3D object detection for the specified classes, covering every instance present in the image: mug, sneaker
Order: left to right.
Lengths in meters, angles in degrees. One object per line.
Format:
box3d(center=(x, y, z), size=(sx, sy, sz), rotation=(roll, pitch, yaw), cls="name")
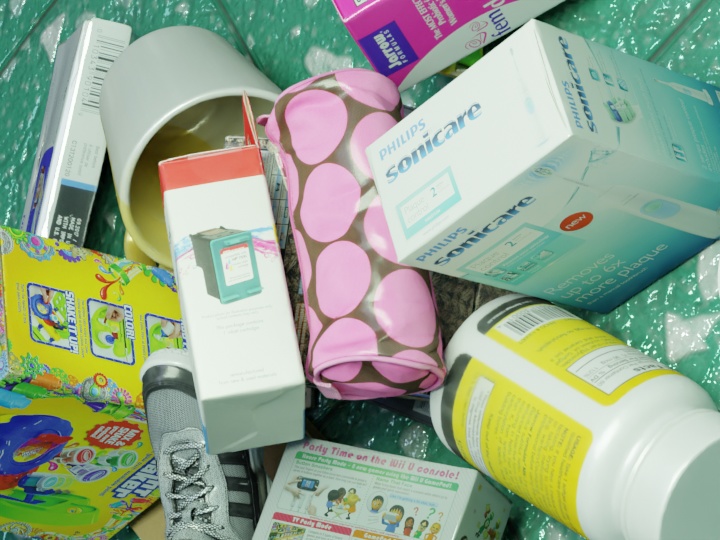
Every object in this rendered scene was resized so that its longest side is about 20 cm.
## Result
box3d(center=(-0.133, -0.088, 1.836), size=(0.186, 0.149, 0.153), rotation=(-42, 38, 8), cls="mug")
box3d(center=(-0.108, 0.157, 1.682), size=(0.075, 0.114, 0.201), rotation=(-8, 115, 25), cls="sneaker")

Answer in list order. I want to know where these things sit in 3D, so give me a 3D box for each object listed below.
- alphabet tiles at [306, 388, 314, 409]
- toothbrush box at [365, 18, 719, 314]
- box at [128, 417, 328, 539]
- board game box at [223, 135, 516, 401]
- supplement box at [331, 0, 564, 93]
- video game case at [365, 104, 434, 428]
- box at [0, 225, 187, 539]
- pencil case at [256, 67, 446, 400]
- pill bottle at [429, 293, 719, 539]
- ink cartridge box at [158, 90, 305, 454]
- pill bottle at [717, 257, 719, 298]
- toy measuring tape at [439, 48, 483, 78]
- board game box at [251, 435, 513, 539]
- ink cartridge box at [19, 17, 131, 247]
box3d(center=(-0.057, 0.021, 1.834), size=(0.200, 0.008, 0.168), rotation=(-14, 70, 43), cls="alphabet tiles")
box3d(center=(0.126, -0.058, 1.533), size=(0.146, 0.200, 0.086), rotation=(-35, 56, 32), cls="toothbrush box")
box3d(center=(-0.092, 0.159, 1.817), size=(0.200, 0.021, 0.164), rotation=(45, 114, 39), cls="box")
box3d(center=(0.000, 0.000, 1.685), size=(0.199, 0.097, 0.160), rotation=(5, 84, 41), cls="board game box")
box3d(center=(0.073, -0.218, 1.643), size=(0.199, 0.101, 0.104), rotation=(-29, 57, 7), cls="supplement box")
box3d(center=(0.044, -0.003, 1.725), size=(0.143, 0.019, 0.201), rotation=(19, 93, 42), cls="video game case")
box3d(center=(-0.220, 0.087, 1.805), size=(0.200, 0.192, 0.122), rotation=(-41, 47, 40), cls="box")
box3d(center=(-0.006, -0.018, 1.573), size=(0.093, 0.091, 0.201), rotation=(-11, 70, 6), cls="pencil case")
box3d(center=(0.145, 0.100, 1.536), size=(0.200, 0.114, 0.115), rotation=(31, 102, 45), cls="pill bottle")
box3d(center=(-0.083, 0.002, 1.607), size=(0.116, 0.067, 0.201), rotation=(93, 166, -68), cls="ink cartridge box")
box3d(center=(0.300, 0.013, 1.403), size=(0.200, 0.113, 0.113), rotation=(16, 91, 46), cls="pill bottle")
box3d(center=(0.074, -0.161, 1.705), size=(0.200, 0.073, 0.074), rotation=(20, 94, 46), cls="toy measuring tape")
box3d(center=(-0.007, 0.214, 1.605), size=(0.147, 0.064, 0.201), rotation=(9, 70, 34), cls="board game box")
box3d(center=(-0.227, -0.088, 1.977), size=(0.200, 0.043, 0.199), rotation=(180, 102, -77), cls="ink cartridge box")
